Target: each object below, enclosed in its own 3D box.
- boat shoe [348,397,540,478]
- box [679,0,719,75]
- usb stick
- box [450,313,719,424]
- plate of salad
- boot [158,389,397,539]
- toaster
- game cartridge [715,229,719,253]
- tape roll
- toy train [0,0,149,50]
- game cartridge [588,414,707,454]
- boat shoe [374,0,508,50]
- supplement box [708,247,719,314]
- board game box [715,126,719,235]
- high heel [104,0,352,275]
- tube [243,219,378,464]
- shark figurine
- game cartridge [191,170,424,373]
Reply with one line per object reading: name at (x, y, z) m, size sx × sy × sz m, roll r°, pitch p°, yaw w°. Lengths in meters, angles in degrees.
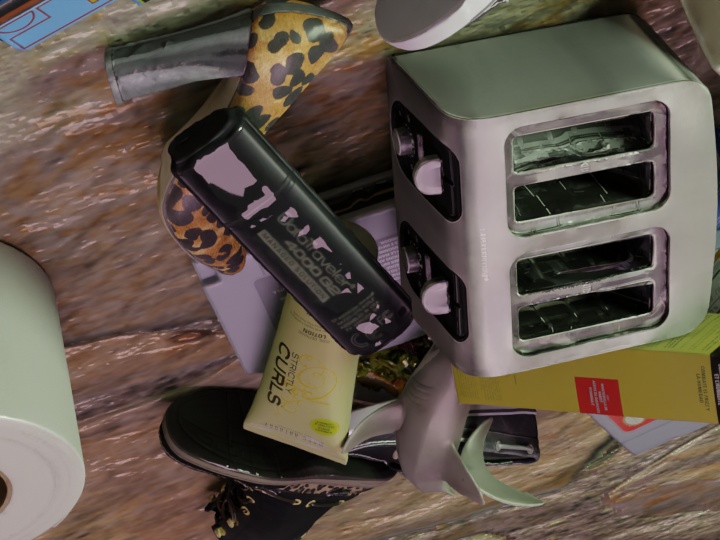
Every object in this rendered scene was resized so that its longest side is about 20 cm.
boat shoe at (0.054, 0.132, 1.515) m, size 0.199 × 0.068 × 0.072 m, roll -2°, pitch 166°, yaw -37°
box at (0.273, -0.134, 1.223) m, size 0.077 × 0.095 × 0.200 m, roll -32°, pitch 146°, yaw 21°
usb stick at (-0.038, -0.020, 1.173) m, size 0.055 × 0.033 × 0.200 m, roll -35°, pitch 128°, yaw 10°
box at (0.158, 0.057, 1.265) m, size 0.199 × 0.051 × 0.075 m, roll 3°, pitch -159°, yaw 34°
plate of salad at (0.066, 0.053, 1.460) m, size 0.198 × 0.048 × 0.201 m, roll -11°, pitch 147°, yaw -7°
boot at (-0.089, 0.165, 1.544) m, size 0.202 × 0.074 × 0.154 m, roll 11°, pitch 142°, yaw -33°
toaster at (0.121, -0.047, 1.210) m, size 0.198 × 0.119 × 0.182 m, roll -11°, pitch 121°, yaw -12°
game cartridge at (0.244, 0.041, 1.446) m, size 0.132 × 0.041 × 0.200 m, roll -12°, pitch 147°, yaw 2°
tape roll at (-0.284, 0.088, 1.280) m, size 0.201 × 0.140 × 0.203 m, roll -10°, pitch 147°, yaw -7°
toy train at (-0.161, -0.168, 0.997) m, size 0.199 × 0.087 × 0.114 m, roll -27°, pitch 152°, yaw 17°
game cartridge at (0.214, 0.063, 1.404) m, size 0.133 × 0.041 × 0.200 m, roll -30°, pitch 144°, yaw 15°
boat shoe at (0.093, -0.186, 1.098) m, size 0.066 × 0.070 × 0.200 m, roll 21°, pitch 125°, yaw -41°
supplement box at (0.284, -0.022, 1.241) m, size 0.066 × 0.069 × 0.200 m, roll 3°, pitch 141°, yaw -31°
board game box at (0.261, -0.019, 1.437) m, size 0.133 × 0.045 × 0.200 m, roll 4°, pitch 143°, yaw -27°
high heel at (-0.055, -0.072, 1.187) m, size 0.141 × 0.072 × 0.201 m, roll -13°, pitch 138°, yaw 7°
tube at (-0.028, 0.054, 1.306) m, size 0.052 × 0.058 × 0.201 m, roll -18°, pitch 144°, yaw -28°
shark figurine at (0.066, 0.135, 1.395) m, size 0.128 × 0.089 × 0.215 m, roll -40°, pitch 149°, yaw -14°
game cartridge at (0.000, 0.000, 1.330) m, size 0.198 × 0.041 × 0.134 m, roll -18°, pitch 134°, yaw 4°
